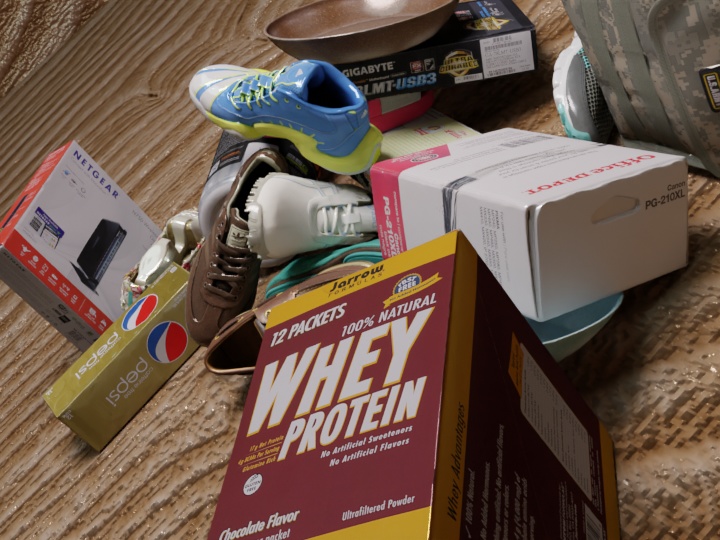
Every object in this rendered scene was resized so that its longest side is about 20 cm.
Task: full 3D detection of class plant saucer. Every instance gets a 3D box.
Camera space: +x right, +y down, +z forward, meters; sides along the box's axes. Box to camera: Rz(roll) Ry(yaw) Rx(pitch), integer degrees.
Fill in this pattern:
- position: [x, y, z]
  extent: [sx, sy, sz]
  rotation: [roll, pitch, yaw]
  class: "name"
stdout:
- position: [0.088, 0.044, 0.687]
  extent: [0.199, 0.039, 0.201]
  rotation: [-10, 14, 3]
  class: "plant saucer"
- position: [0.005, -0.242, 0.946]
  extent: [0.199, 0.037, 0.201]
  rotation: [-11, 25, 5]
  class: "plant saucer"

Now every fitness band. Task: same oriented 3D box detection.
- position: [-0.016, -0.175, 1.005]
  extent: [0.199, 0.038, 0.143]
  rotation: [-21, 28, -25]
  class: "fitness band"

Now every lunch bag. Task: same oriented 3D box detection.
- position: [0.257, -0.161, 0.694]
  extent: [0.117, 0.165, 0.200]
  rotation: [-38, 29, -8]
  class: "lunch bag"

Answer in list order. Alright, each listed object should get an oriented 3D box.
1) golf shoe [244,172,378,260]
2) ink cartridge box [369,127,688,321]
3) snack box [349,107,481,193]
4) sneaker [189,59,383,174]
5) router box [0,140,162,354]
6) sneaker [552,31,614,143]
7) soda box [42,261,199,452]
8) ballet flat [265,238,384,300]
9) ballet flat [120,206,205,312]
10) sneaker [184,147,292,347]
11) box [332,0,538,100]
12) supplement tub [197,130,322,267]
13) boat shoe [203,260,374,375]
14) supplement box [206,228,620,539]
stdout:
- position: [-0.029, -0.054, 0.888]
  extent: [0.096, 0.079, 0.200]
  rotation: [1, 9, 26]
  class: "golf shoe"
- position: [0.121, -0.043, 0.716]
  extent: [0.144, 0.085, 0.200]
  rotation: [-18, 21, -26]
  class: "ink cartridge box"
- position: [0.053, -0.111, 0.938]
  extent: [0.115, 0.037, 0.200]
  rotation: [-19, 27, -14]
  class: "snack box"
- position: [-0.069, -0.164, 0.872]
  extent: [0.199, 0.105, 0.076]
  rotation: [21, 62, 12]
  class: "sneaker"
- position: [-0.311, -0.017, 1.101]
  extent: [0.049, 0.200, 0.180]
  rotation: [-19, 37, 32]
  class: "router box"
- position: [0.229, -0.183, 0.845]
  extent: [0.091, 0.078, 0.201]
  rotation: [-8, 45, 37]
  class: "sneaker"
- position: [-0.237, 0.089, 1.018]
  extent: [0.200, 0.064, 0.068]
  rotation: [-48, 32, -11]
  class: "soda box"
- position: [0.000, 0.000, 0.874]
  extent: [0.199, 0.068, 0.070]
  rotation: [-12, 26, 36]
  class: "ballet flat"
- position: [-0.215, -0.021, 1.118]
  extent: [0.075, 0.064, 0.201]
  rotation: [12, 46, 13]
  class: "ballet flat"
- position: [-0.123, -0.025, 0.916]
  extent: [0.076, 0.070, 0.202]
  rotation: [85, -157, -84]
  class: "sneaker"
- position: [0.072, -0.234, 1.000]
  extent: [0.197, 0.050, 0.200]
  rotation: [-7, 25, 4]
  class: "box"
- position: [-0.104, -0.109, 1.069]
  extent: [0.122, 0.123, 0.201]
  rotation: [-25, 35, 24]
  class: "supplement tub"
- position: [-0.058, 0.052, 0.841]
  extent: [0.199, 0.072, 0.067]
  rotation: [-24, 2, 35]
  class: "boat shoe"
- position: [0.041, 0.129, 0.524]
  extent: [0.132, 0.200, 0.198]
  rotation: [-23, 35, 27]
  class: "supplement box"
